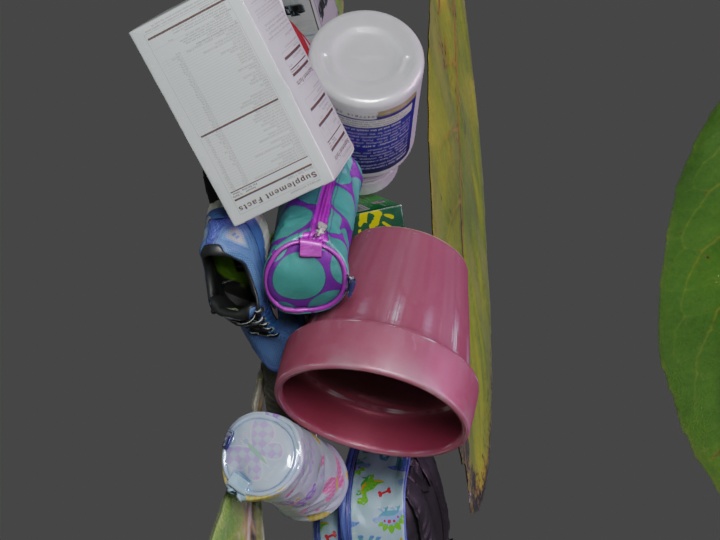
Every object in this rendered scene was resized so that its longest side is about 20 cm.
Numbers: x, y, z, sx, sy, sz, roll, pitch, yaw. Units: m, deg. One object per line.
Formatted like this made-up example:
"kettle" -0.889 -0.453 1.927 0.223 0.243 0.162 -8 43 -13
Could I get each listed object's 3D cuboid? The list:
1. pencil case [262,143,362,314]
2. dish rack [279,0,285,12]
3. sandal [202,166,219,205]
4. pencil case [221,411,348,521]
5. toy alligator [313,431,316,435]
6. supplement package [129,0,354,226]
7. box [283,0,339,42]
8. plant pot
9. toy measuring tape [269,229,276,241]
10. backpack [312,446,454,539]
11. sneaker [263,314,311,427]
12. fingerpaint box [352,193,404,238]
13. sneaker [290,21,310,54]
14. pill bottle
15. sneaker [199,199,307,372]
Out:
"pencil case" -0.043 -0.044 1.340 0.200 0.085 0.093 -84 -164 -56
"dish rack" -0.093 -0.227 1.427 0.172 0.043 0.201 103 -27 -64
"sandal" -0.130 -0.133 1.401 0.075 0.045 0.201 36 48 -73
"pencil case" -0.073 0.202 1.389 0.200 0.083 0.091 47 62 -69
"toy alligator" -0.069 0.121 1.542 0.054 0.059 0.202 0 90 -33
"supplement package" -0.105 -0.163 1.269 0.201 0.113 0.110 63 18 -14
"box" -0.083 -0.371 1.704 0.117 0.060 0.201 -83 161 -47
"plant pot" 0.029 0.065 1.371 0.200 0.199 0.180 65 34 -54
"toy measuring tape" -0.079 -0.054 1.523 0.074 0.073 0.202 10 76 -77
"backpack" 0.023 0.299 1.617 0.183 0.146 0.201 -76 159 -55
"sneaker" -0.047 0.070 1.479 0.106 0.075 0.201 -7 105 -42
"fingerpaint box" 0.000 0.000 1.563 0.200 0.073 0.168 -150 -130 -72
"sneaker" -0.089 -0.206 1.569 0.112 0.071 0.201 34 48 -69
"pill bottle" 0.002 -0.168 1.454 0.200 0.119 0.120 95 -4 -62
"sneaker" -0.114 0.031 1.357 0.089 0.078 0.201 -67 144 -45
